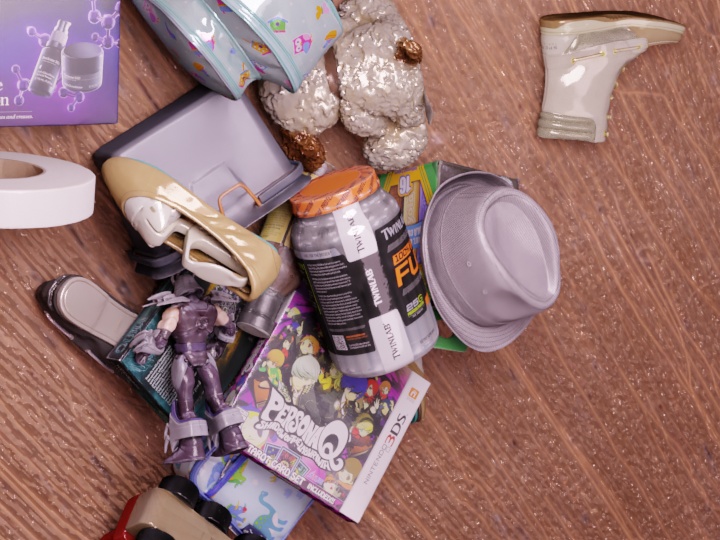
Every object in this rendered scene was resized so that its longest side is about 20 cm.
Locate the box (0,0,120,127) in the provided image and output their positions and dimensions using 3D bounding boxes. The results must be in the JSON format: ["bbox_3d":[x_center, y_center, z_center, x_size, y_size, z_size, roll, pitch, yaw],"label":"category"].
[{"bbox_3d":[-0.336,-0.212,1.442,0.198,0.079,0.143,-6,105,-30],"label":"box"}]

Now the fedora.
[{"bbox_3d":[0.155,-0.014,1.619,0.176,0.090,0.201,-34,106,-33],"label":"fedora"}]

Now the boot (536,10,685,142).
[{"bbox_3d":[0.303,-0.236,1.834,0.198,0.072,0.156,-6,107,-25],"label":"boot"}]

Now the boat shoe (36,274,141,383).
[{"bbox_3d":[-0.262,0.068,1.591,0.200,0.057,0.067,46,63,-37],"label":"boat shoe"}]

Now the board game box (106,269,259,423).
[{"bbox_3d":[-0.172,0.061,1.619,0.201,0.028,0.136,-55,128,-25],"label":"board game box"}]

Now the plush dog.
[{"bbox_3d":[-0.023,-0.199,1.587,0.170,0.160,0.202,-13,88,-4],"label":"plush dog"}]

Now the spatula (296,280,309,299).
[{"bbox_3d":[-0.043,0.053,1.733,0.057,0.020,0.201,-53,130,-33],"label":"spatula"}]

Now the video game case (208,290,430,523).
[{"bbox_3d":[-0.043,0.151,1.656,0.199,0.036,0.182,35,72,-18],"label":"video game case"}]

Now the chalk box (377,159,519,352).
[{"bbox_3d":[0.094,-0.010,1.707,0.124,0.124,0.202,10,81,-34],"label":"chalk box"}]

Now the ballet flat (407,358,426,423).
[{"bbox_3d":[0.041,0.092,1.774,0.063,0.068,0.201,-46,125,-28],"label":"ballet flat"}]

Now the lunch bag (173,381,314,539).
[{"bbox_3d":[-0.105,0.200,1.706,0.200,0.082,0.161,-47,119,-13],"label":"lunch bag"}]

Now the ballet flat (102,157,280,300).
[{"bbox_3d":[-0.169,-0.039,1.445,0.199,0.069,0.063,30,49,-5],"label":"ballet flat"}]

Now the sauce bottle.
[{"bbox_3d":[-0.083,-0.026,1.632,0.065,0.064,0.201,34,69,-34],"label":"sauce bottle"}]

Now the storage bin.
[{"bbox_3d":[-0.170,-0.102,1.549,0.199,0.145,0.135,-35,110,-18],"label":"storage bin"}]

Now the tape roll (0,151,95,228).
[{"bbox_3d":[-0.348,-0.078,1.400,0.201,0.202,0.037,-3,106,-31],"label":"tape roll"}]

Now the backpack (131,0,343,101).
[{"bbox_3d":[-0.120,-0.259,1.465,0.154,0.199,0.176,-53,140,-14],"label":"backpack"}]

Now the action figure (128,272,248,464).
[{"bbox_3d":[-0.175,0.096,1.554,0.129,0.069,0.202,-4,83,-37],"label":"action figure"}]

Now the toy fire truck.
[{"bbox_3d":[-0.224,0.344,1.659,0.176,0.199,0.129,41,43,-23],"label":"toy fire truck"}]

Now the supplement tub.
[{"bbox_3d":[0.000,0.000,1.583,0.122,0.122,0.202,-27,110,-22],"label":"supplement tub"}]
